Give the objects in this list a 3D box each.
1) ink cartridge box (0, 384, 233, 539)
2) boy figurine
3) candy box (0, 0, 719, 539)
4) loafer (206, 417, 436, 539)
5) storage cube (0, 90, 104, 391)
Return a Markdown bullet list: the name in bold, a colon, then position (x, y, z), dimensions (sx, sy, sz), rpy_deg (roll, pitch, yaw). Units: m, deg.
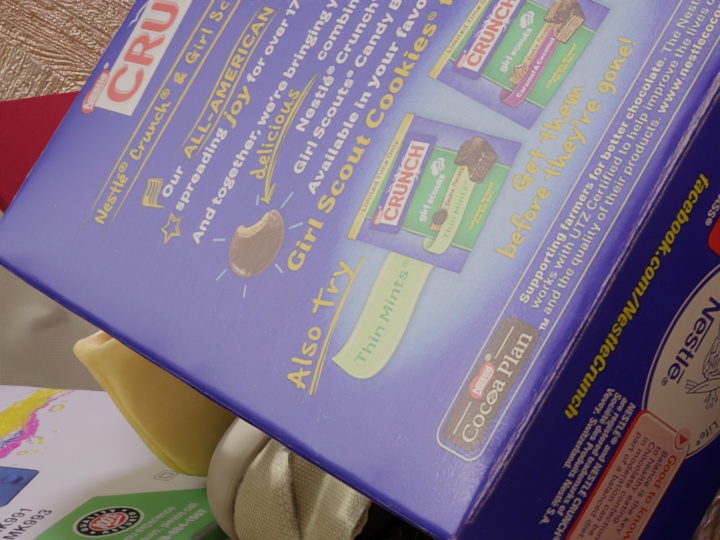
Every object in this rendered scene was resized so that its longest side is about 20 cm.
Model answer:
- **ink cartridge box**: position (-0.112, 0.098, 0.711), dimensions (0.145, 0.199, 0.088), rpy_deg (-30, -63, -59)
- **boy figurine**: position (-0.025, -0.026, 0.707), dimensions (0.124, 0.064, 0.201), rpy_deg (-14, 40, 55)
- **candy box**: position (0.022, -0.033, 0.548), dimensions (0.200, 0.077, 0.170), rpy_deg (28, 85, 47)
- **loafer**: position (0.046, 0.019, 0.610), dimensions (0.200, 0.076, 0.068), rpy_deg (-48, 50, 11)
- **storage cube**: position (-0.123, 0.050, 0.900), dimensions (0.200, 0.171, 0.180), rpy_deg (-46, -9, 20)
